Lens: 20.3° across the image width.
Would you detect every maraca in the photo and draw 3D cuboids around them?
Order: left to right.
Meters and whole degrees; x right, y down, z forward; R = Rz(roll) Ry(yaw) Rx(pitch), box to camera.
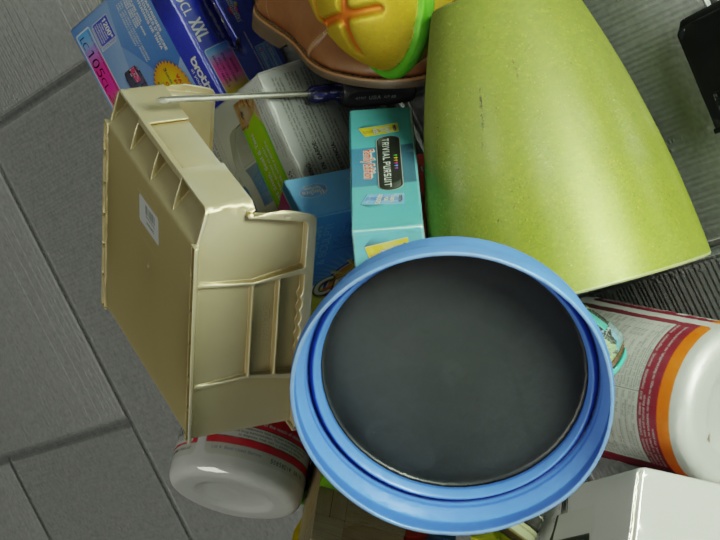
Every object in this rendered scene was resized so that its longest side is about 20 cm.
[{"bbox_3d":[0.008,-0.228,1.405,0.137,0.106,0.201,-58,45,50],"label":"maraca"}]

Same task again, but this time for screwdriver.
[{"bbox_3d":[-0.054,-0.128,1.482,0.029,0.199,0.028,112,148,-62],"label":"screwdriver"}]

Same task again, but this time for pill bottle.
[{"bbox_3d":[-0.084,0.095,1.666,0.112,0.201,0.112,11,156,5],"label":"pill bottle"},{"bbox_3d":[0.183,0.078,1.392,0.199,0.109,0.110,11,123,49],"label":"pill bottle"}]

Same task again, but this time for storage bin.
[{"bbox_3d":[-0.117,-0.010,1.488,0.200,0.093,0.199,-129,37,-49],"label":"storage bin"}]

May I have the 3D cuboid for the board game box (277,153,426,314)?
[{"bbox_3d":[0.000,0.000,1.531,0.040,0.152,0.201,60,151,33],"label":"board game box"}]

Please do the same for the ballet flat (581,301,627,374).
[{"bbox_3d":[0.091,0.073,1.358,0.200,0.074,0.074,-35,86,35],"label":"ballet flat"}]

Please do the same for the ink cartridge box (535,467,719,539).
[{"bbox_3d":[0.207,0.198,1.378,0.200,0.145,0.085,148,133,-67],"label":"ink cartridge box"}]

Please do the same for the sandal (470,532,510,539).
[{"bbox_3d":[0.092,0.136,1.591,0.087,0.079,0.201,-7,-100,-83],"label":"sandal"}]

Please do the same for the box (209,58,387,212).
[{"bbox_3d":[-0.065,-0.085,1.591,0.200,0.101,0.113,-28,85,56],"label":"box"}]

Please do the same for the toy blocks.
[{"bbox_3d":[0.027,0.184,1.631,0.136,0.201,0.100,16,141,-9],"label":"toy blocks"}]

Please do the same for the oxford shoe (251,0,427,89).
[{"bbox_3d":[-0.014,-0.188,1.490,0.200,0.071,0.072,30,131,38],"label":"oxford shoe"}]

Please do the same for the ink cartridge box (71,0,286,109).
[{"bbox_3d":[-0.143,-0.185,1.654,0.200,0.076,0.137,-26,93,55],"label":"ink cartridge box"}]

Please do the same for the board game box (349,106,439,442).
[{"bbox_3d":[0.022,-0.002,1.345,0.200,0.047,0.152,-92,-3,-64],"label":"board game box"}]

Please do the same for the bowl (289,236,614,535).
[{"bbox_3d":[0.057,0.070,1.241,0.199,0.039,0.202,2,117,4],"label":"bowl"}]

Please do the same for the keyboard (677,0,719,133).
[{"bbox_3d":[0.278,-0.122,1.203,0.200,0.021,0.128,-21,92,57],"label":"keyboard"}]

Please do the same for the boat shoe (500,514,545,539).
[{"bbox_3d":[0.086,0.134,1.459,0.072,0.066,0.201,41,179,-25],"label":"boat shoe"}]

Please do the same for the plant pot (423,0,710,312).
[{"bbox_3d":[0.116,-0.085,1.321,0.187,0.186,0.201,-13,91,55],"label":"plant pot"}]
